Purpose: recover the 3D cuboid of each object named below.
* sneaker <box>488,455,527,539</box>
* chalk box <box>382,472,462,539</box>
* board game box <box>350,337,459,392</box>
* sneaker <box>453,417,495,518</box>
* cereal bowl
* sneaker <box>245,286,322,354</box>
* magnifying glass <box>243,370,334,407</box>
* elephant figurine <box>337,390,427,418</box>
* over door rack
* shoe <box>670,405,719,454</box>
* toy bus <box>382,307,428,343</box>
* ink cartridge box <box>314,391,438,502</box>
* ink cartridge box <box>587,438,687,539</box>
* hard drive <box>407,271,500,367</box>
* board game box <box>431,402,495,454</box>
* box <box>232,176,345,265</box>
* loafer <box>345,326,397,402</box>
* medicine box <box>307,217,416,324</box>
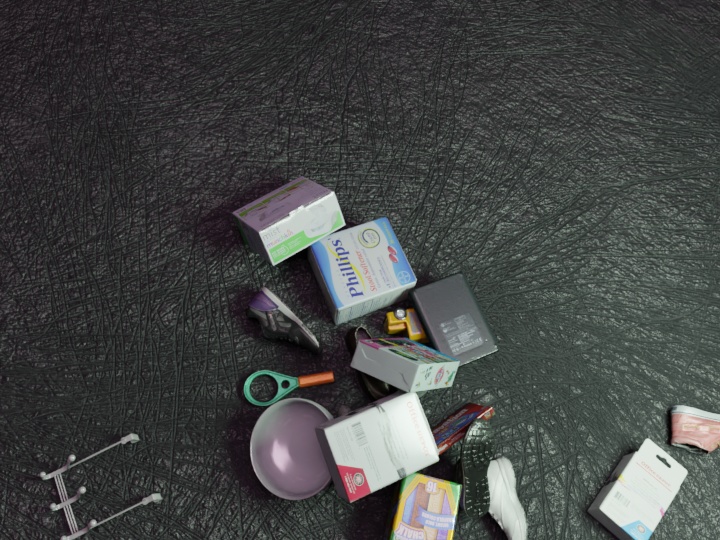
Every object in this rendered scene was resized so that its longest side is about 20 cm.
[{"bbox_3d":[0.298,0.497,1.461,0.087,0.075,0.201,-13,61,0],"label":"sneaker"},{"bbox_3d":[0.115,0.521,1.390,0.123,0.125,0.201,16,64,0],"label":"chalk box"},{"bbox_3d":[0.096,0.193,1.442,0.147,0.200,0.065,21,96,30],"label":"board game box"},{"bbox_3d":[0.223,0.401,1.445,0.075,0.088,0.201,4,93,-20],"label":"sneaker"},{"bbox_3d":[-0.124,0.366,1.434,0.199,0.083,0.201,-4,77,17],"label":"cereal bowl"},{"bbox_3d":[-0.173,0.133,1.556,0.200,0.076,0.088,42,81,17],"label":"sneaker"},{"bbox_3d":[-0.158,0.251,1.531,0.199,0.022,0.080,-8,67,-11],"label":"magnifying glass"},{"bbox_3d":[0.058,0.338,1.457,0.199,0.156,0.142,-5,33,-10],"label":"elephant figurine"},{"bbox_3d":[-0.521,0.429,1.384,0.199,0.067,0.148,-22,71,-15],"label":"over door rack"},{"bbox_3d":[0.801,0.375,1.570,0.199,0.072,0.091,13,67,5],"label":"shoe"},{"bbox_3d":[0.157,0.123,1.602,0.199,0.065,0.079,-8,69,-11],"label":"toy bus"},{"bbox_3d":[0.032,0.337,1.350,0.199,0.083,0.146,-19,86,-20],"label":"ink cartridge box"},{"bbox_3d":[0.599,0.478,1.498,0.115,0.068,0.200,40,68,11],"label":"ink cartridge box"},{"bbox_3d":[0.208,0.113,1.559,0.139,0.033,0.201,-19,74,-14],"label":"hard drive"},{"bbox_3d":[0.185,0.349,1.486,0.200,0.103,0.020,-31,95,-18],"label":"board game box"},{"bbox_3d":[-0.167,-0.121,1.603,0.200,0.097,0.176,-31,31,-19],"label":"box"},{"bbox_3d":[0.023,0.211,1.543,0.073,0.071,0.200,-25,71,-16],"label":"loafer"},{"bbox_3d":[0.000,0.000,1.616,0.199,0.103,0.183,-19,70,-15],"label":"medicine box"}]
